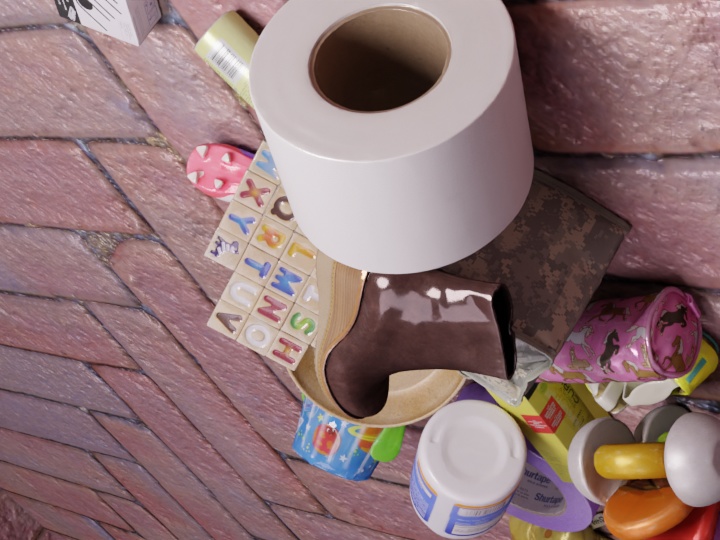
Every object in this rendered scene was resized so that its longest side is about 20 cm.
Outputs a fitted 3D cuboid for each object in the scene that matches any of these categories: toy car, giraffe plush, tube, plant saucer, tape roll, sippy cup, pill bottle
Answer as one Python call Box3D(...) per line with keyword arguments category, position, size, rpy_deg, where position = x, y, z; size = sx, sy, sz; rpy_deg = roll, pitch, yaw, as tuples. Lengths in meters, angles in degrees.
Box3D(category="toy car", position=(0.305, 0.203, 1.382), size=(0.175, 0.199, 0.151), rpy_deg=(-12, 85, 53))
Box3D(category="giraffe plush", position=(0.237, 0.387, 1.817), size=(0.172, 0.163, 0.200), rpy_deg=(30, 155, 8))
Box3D(category="tube", position=(-0.061, -0.144, 1.324), size=(0.200, 0.052, 0.058), rpy_deg=(45, -167, -1))
Box3D(category="plant saucer", position=(0.018, 0.063, 1.509), size=(0.199, 0.035, 0.202), rpy_deg=(2, 113, 5))
Box3D(category="tape roll", position=(0.186, 0.213, 1.686), size=(0.199, 0.066, 0.200), rpy_deg=(26, 154, 14))
Box3D(category="tape roll", position=(0.027, -0.117, 1.132), size=(0.202, 0.203, 0.140), rpy_deg=(20, 151, 26))
Box3D(category="sippy cup", position=(-0.011, 0.165, 1.697), size=(0.139, 0.131, 0.178), rpy_deg=(24, -176, 5))
Box3D(category="pill bottle", position=(0.110, 0.220, 1.577), size=(0.112, 0.112, 0.200), rpy_deg=(28, 158, 9))

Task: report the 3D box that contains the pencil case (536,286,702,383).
Box3D(category="pencil case", position=(0.215, 0.060, 1.352), size=(0.082, 0.087, 0.199), rpy_deg=(6, 174, -39))

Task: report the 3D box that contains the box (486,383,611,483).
Box3D(category="box", position=(0.193, 0.134, 1.530), size=(0.050, 0.075, 0.200), rpy_deg=(2, 139, 47))

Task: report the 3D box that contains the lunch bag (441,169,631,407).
Box3D(category="lunch bag", position=(0.100, -0.011, 1.275), size=(0.199, 0.164, 0.118), rpy_deg=(33, 149, 3))

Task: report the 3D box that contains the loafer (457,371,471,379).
Box3D(category="loafer", position=(0.072, 0.017, 1.375), size=(0.076, 0.068, 0.201), rpy_deg=(-2, 113, 59))

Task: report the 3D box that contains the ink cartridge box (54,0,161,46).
Box3D(category="ink cartridge box", position=(-0.244, -0.293, 1.319), size=(0.094, 0.044, 0.200), rpy_deg=(22, 152, 18))

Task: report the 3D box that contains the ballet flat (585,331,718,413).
Box3D(category="ballet flat", position=(0.257, 0.102, 1.405), size=(0.067, 0.067, 0.200), rpy_deg=(41, 154, -14))

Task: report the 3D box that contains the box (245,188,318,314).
Box3D(category="box", position=(0.000, 0.000, 1.446), size=(0.199, 0.035, 0.111), rpy_deg=(22, 113, -3))

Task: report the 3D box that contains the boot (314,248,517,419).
Box3D(category="boot", position=(0.046, 0.068, 1.203), size=(0.165, 0.072, 0.201), rpy_deg=(17, 137, 27))

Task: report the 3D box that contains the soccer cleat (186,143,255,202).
Box3D(category="soccer cleat", position=(-0.082, -0.079, 1.504), size=(0.199, 0.067, 0.076), rpy_deg=(20, -176, 13))

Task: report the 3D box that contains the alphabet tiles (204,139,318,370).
Box3D(category="alphabet tiles", position=(-0.063, -0.004, 1.428), size=(0.166, 0.008, 0.201), rpy_deg=(27, 113, -6))
